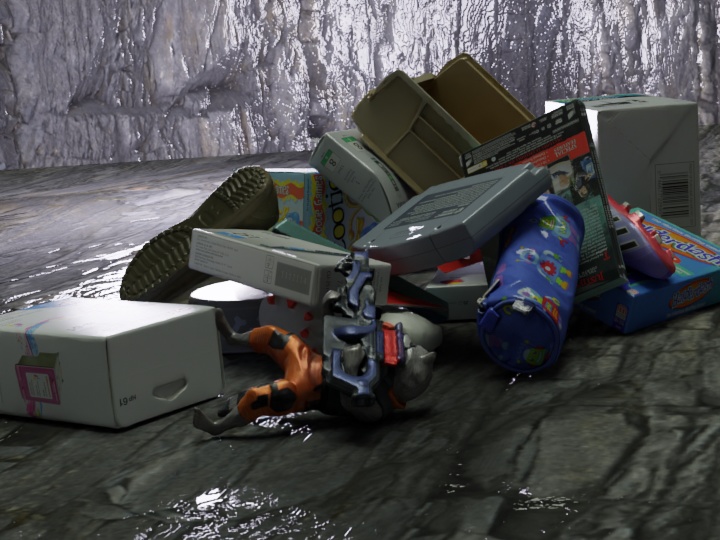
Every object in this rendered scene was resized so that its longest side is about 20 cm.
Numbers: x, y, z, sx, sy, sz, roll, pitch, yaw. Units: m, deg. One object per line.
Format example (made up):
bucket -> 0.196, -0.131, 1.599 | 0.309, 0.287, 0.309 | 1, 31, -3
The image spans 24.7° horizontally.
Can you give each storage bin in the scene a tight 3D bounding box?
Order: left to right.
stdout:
storage bin -> 0.115, -0.146, 1.830 | 0.094, 0.199, 0.200 | -50, -10, 26

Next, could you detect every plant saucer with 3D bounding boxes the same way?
plant saucer -> 0.000, 0.000, 1.676 | 0.199, 0.019, 0.070 | 27, -9, -3

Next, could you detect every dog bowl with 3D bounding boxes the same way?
dog bowl -> -0.108, 0.041, 1.733 | 0.198, 0.059, 0.200 | -6, 10, 1

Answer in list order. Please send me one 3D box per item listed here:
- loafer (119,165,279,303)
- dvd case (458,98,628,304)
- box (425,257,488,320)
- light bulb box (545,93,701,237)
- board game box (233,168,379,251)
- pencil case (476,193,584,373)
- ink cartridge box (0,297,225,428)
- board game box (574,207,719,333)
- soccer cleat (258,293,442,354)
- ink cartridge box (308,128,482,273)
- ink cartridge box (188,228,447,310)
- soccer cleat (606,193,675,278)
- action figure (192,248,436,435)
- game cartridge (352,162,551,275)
loafer -> -0.157, -0.020, 1.675 | 0.200, 0.068, 0.076 | -39, 40, 0
dvd case -> 0.180, -0.055, 1.643 | 0.145, 0.201, 0.022 | -25, -29, 28
box -> 0.159, 0.013, 1.804 | 0.154, 0.042, 0.200 | -3, 9, 9
light bulb box -> 0.306, -0.103, 1.936 | 0.124, 0.200, 0.200 | -5, 10, -10
board game box -> -0.045, -0.063, 1.865 | 0.104, 0.104, 0.199 | 5, 6, 35
pencil case -> 0.156, 0.007, 1.515 | 0.087, 0.078, 0.201 | 32, 37, -8
ink cartridge box -> -0.243, 0.080, 1.494 | 0.199, 0.085, 0.144 | 4, 13, 37
board game box -> 0.280, -0.004, 1.690 | 0.199, 0.045, 0.152 | -14, 33, -43
soccer cleat -> -0.013, 0.058, 1.577 | 0.199, 0.070, 0.077 | 10, 9, 39
ink cartridge box -> 0.060, -0.084, 1.804 | 0.200, 0.050, 0.161 | 38, 24, 18
ink cartridge box -> -0.040, -0.002, 1.593 | 0.175, 0.045, 0.199 | 1, 10, -42
soccer cleat -> 0.238, -0.044, 1.649 | 0.200, 0.076, 0.067 | 49, 7, 36
action figure -> -0.030, 0.073, 1.382 | 0.192, 0.105, 0.201 | 1, 35, 9
game cartridge -> 0.080, -0.046, 1.578 | 0.133, 0.042, 0.200 | -43, 16, -27
